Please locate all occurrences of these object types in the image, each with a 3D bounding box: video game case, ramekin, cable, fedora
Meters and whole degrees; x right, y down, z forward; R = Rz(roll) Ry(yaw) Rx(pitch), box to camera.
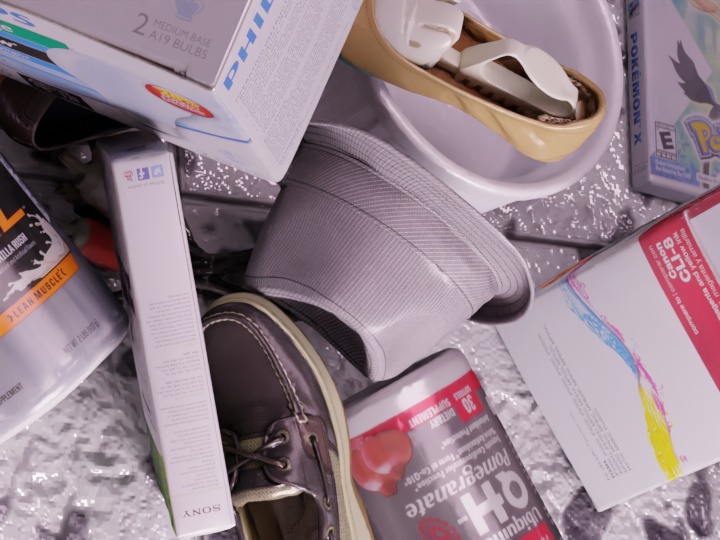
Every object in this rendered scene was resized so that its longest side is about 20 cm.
[{"bbox_3d":[0.264,-0.121,1.952,0.199,0.022,0.183,13,66,-31],"label":"video game case"},{"bbox_3d":[0.054,-0.126,1.758,0.200,0.098,0.201,13,66,-31],"label":"ramekin"},{"bbox_3d":[-0.098,-0.006,1.637,0.199,0.050,0.098,26,64,-26],"label":"cable"},{"bbox_3d":[0.000,0.000,1.600,0.177,0.200,0.090,40,78,-16],"label":"fedora"}]

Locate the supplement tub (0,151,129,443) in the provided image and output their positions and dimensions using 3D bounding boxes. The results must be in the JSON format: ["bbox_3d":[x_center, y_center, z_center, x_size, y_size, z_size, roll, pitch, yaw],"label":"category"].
[{"bbox_3d":[-0.225,-0.011,1.504,0.200,0.122,0.123,51,53,-9],"label":"supplement tub"}]

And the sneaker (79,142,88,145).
[{"bbox_3d":[-0.162,-0.175,1.610,0.075,0.114,0.201,-12,85,-36],"label":"sneaker"}]

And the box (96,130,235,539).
[{"bbox_3d":[-0.104,0.030,1.532,0.036,0.144,0.201,-9,99,-7],"label":"box"}]

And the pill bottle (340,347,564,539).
[{"bbox_3d":[0.055,0.155,1.648,0.111,0.111,0.201,-29,91,-38],"label":"pill bottle"}]

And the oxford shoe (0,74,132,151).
[{"bbox_3d":[-0.106,-0.115,1.580,0.199,0.073,0.072,-28,126,-13],"label":"oxford shoe"}]

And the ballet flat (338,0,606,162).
[{"bbox_3d":[0.058,-0.129,1.660,0.199,0.063,0.069,26,60,-24],"label":"ballet flat"}]

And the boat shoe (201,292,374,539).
[{"bbox_3d":[-0.043,0.111,1.584,0.065,0.073,0.201,-37,107,-59],"label":"boat shoe"}]

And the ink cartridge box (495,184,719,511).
[{"bbox_3d":[0.211,0.034,1.747,0.145,0.200,0.145,-29,88,-39],"label":"ink cartridge box"}]

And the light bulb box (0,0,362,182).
[{"bbox_3d":[-0.117,-0.153,1.435,0.198,0.200,0.125,22,83,12],"label":"light bulb box"}]
